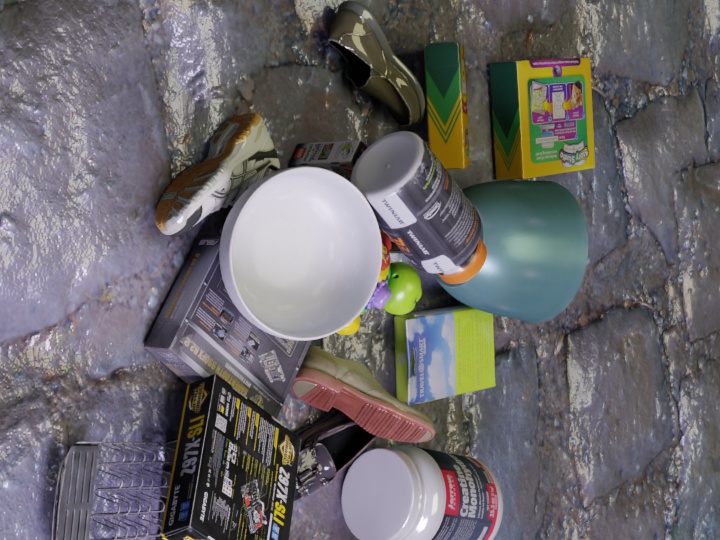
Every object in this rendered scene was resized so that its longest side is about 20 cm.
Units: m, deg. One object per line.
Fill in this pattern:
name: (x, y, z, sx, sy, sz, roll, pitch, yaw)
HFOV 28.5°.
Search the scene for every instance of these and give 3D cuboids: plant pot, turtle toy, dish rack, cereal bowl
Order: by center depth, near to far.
dish rack: (-0.254, 0.258, 1.564, 0.199, 0.054, 0.155, 10, 83, -55)
cereal bowl: (-0.079, -0.020, 1.650, 0.198, 0.083, 0.202, -1, 92, -31)
turtle toy: (0.000, 0.000, 1.788, 0.200, 0.100, 0.147, 35, 47, -49)
plant pot: (0.190, -0.032, 1.969, 0.160, 0.200, 0.203, 4, 88, -36)

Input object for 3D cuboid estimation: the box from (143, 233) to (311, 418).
box: (-0.149, 0.077, 1.690, 0.200, 0.048, 0.159, 45, 59, -39)

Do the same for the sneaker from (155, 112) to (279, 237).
sneaker: (-0.157, -0.095, 1.655, 0.200, 0.075, 0.088, -52, 127, -33)

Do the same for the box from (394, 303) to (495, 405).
box: (0.113, 0.115, 1.988, 0.199, 0.047, 0.123, -7, 95, -48)

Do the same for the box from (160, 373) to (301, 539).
box: (-0.142, 0.241, 1.601, 0.160, 0.049, 0.201, 43, 38, -38)

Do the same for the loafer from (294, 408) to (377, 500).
loafer: (-0.044, 0.230, 1.802, 0.200, 0.063, 0.072, -37, 118, -41)

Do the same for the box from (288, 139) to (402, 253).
box: (0.008, -0.091, 1.816, 0.200, 0.109, 0.035, 46, 59, -40)

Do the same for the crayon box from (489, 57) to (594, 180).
crayon box: (0.278, -0.232, 2.155, 0.199, 0.058, 0.175, -11, 101, -47)

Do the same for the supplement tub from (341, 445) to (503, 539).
supplement tub: (0.084, 0.309, 1.893, 0.199, 0.139, 0.142, 17, 79, -48)

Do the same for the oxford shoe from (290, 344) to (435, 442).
oxford shoe: (0.011, 0.154, 1.804, 0.199, 0.071, 0.074, 27, 50, -12)

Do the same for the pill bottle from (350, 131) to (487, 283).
pill bottle: (0.080, -0.068, 1.737, 0.200, 0.106, 0.107, 49, 57, -38)

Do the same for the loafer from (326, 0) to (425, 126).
loafer: (0.014, -0.258, 1.856, 0.070, 0.075, 0.200, -50, 124, -19)

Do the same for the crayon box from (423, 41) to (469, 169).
crayon box: (0.120, -0.208, 1.941, 0.127, 0.050, 0.202, -44, 132, -80)
